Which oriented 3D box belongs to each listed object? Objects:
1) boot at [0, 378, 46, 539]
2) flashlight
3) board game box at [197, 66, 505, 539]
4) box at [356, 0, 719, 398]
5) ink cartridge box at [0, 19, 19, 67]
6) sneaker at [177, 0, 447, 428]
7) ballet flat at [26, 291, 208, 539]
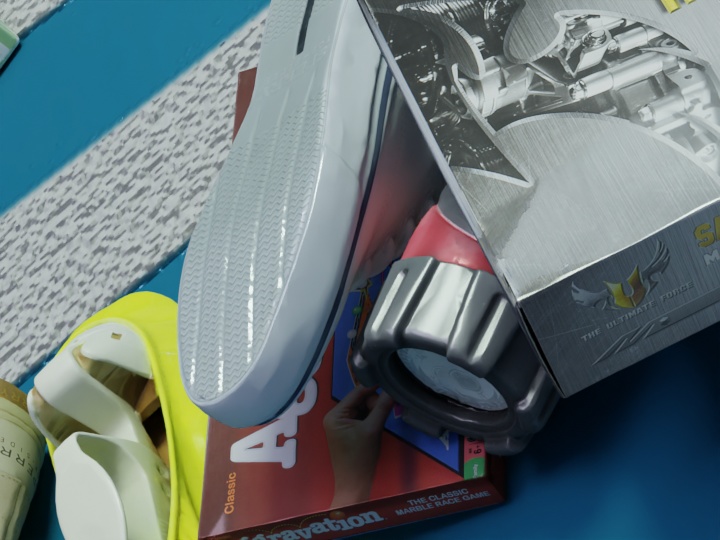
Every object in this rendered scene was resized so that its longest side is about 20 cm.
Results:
[{"bbox_3d":[-0.199,0.141,1.039,0.199,0.073,0.156,-27,40,22],"label":"boot"},{"bbox_3d":[0.065,-0.042,0.902,0.201,0.067,0.068,-62,-3,-24],"label":"flashlight"},{"bbox_3d":[0.000,0.000,0.962,0.102,0.019,0.201,-15,49,22],"label":"board game box"},{"bbox_3d":[0.112,-0.072,0.831,0.199,0.048,0.159,-26,45,3],"label":"box"},{"bbox_3d":[-0.251,-0.087,1.300,0.146,0.048,0.200,-54,36,-1],"label":"ink cartridge box"},{"bbox_3d":[-0.001,-0.030,0.918,0.073,0.071,0.201,-24,41,47],"label":"sneaker"},{"bbox_3d":[-0.082,0.063,0.980,0.067,0.067,0.201,-41,38,18],"label":"ballet flat"}]
